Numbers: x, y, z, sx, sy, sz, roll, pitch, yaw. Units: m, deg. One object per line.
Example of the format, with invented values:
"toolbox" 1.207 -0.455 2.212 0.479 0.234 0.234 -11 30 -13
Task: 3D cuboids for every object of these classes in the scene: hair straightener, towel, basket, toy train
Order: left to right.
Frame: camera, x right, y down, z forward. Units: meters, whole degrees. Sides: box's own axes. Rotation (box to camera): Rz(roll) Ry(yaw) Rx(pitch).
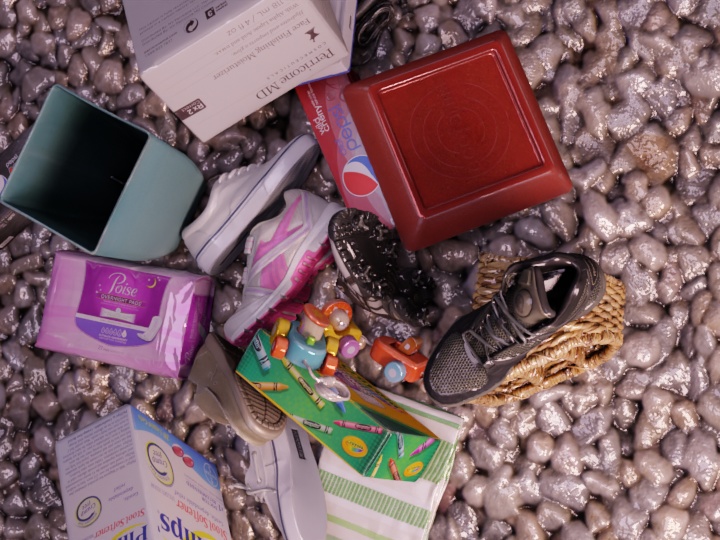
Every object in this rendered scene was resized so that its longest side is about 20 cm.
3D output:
"toy train" -0.005 0.077 1.540 0.150 0.199 0.056 33 109 25
"towel" 0.021 0.234 1.607 0.151 0.023 0.202 18 91 20
"hair straightener" 0.023 -0.304 1.655 0.077 0.041 0.200 43 98 18
"basket" 0.190 0.074 1.476 0.141 0.200 0.151 9 84 17

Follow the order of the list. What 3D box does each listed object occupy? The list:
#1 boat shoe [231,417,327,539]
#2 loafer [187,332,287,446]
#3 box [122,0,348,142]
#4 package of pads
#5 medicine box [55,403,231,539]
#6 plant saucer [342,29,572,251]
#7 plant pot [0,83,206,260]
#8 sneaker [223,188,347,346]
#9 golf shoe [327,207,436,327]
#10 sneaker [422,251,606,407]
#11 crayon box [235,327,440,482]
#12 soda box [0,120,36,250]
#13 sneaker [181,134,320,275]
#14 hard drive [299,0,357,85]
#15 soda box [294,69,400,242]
"boat shoe" -0.099 0.226 1.611 0.086 0.074 0.204 -28 62 24
"loafer" -0.138 0.141 1.597 0.069 0.075 0.200 -53 28 8
"box" -0.143 -0.287 1.599 0.198 0.131 0.201 -30 50 12
"package of pads" -0.271 0.049 1.695 0.198 0.076 0.122 10 89 19
"medicine box" -0.223 0.278 1.566 0.102 0.182 0.201 -28 52 12
"plant saucer" 0.105 -0.147 1.576 0.198 0.037 0.201 -20 77 -7
"plant pot" -0.268 -0.093 1.641 0.140 0.200 0.142 27 91 23
"sneaker" -0.094 -0.006 1.646 0.088 0.081 0.201 37 88 19
"golf shoe" 0.000 0.000 1.552 0.094 0.200 0.078 8 63 34
"sneaker" 0.129 0.049 1.334 0.199 0.114 0.077 -35 72 12
"crayon box" -0.024 0.143 1.555 0.199 0.118 0.059 36 98 30
"soda box" -0.394 -0.116 1.760 0.200 0.063 0.071 -40 73 10
"sneaker" -0.130 -0.088 1.665 0.200 0.073 0.071 -46 76 9
"hard drive" -0.098 -0.258 1.658 0.198 0.025 0.133 -11 57 26
"soda box" -0.001 -0.127 1.628 0.063 0.070 0.202 -27 77 14
